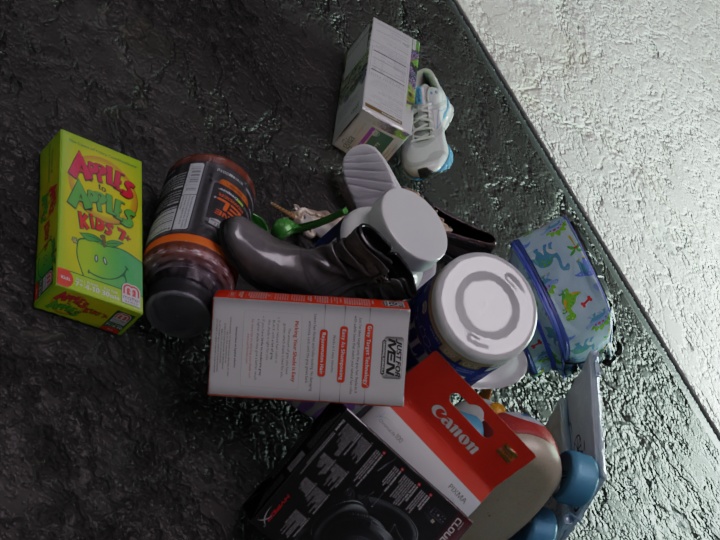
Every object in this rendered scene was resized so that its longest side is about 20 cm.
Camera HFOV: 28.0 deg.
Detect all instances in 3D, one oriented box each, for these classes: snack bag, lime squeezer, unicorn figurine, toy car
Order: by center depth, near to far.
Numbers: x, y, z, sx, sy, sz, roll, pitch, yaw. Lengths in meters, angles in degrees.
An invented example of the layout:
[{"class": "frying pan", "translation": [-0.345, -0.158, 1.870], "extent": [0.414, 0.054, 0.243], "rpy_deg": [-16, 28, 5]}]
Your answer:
[{"class": "lime squeezer", "translation": [-0.102, -0.063, 1.668], "extent": [0.198, 0.071, 0.038], "rpy_deg": [16, 16, 23]}, {"class": "toy car", "translation": [0.147, 0.199, 1.668], "extent": [0.183, 0.178, 0.201], "rpy_deg": [19, 33, -19]}, {"class": "snack bag", "translation": [0.248, 0.224, 1.720], "extent": [0.021, 0.201, 0.190], "rpy_deg": [11, 49, -8]}, {"class": "unicorn figurine", "translation": [0.000, -0.041, 1.759], "extent": [0.198, 0.074, 0.138], "rpy_deg": [-22, 69, -25]}]

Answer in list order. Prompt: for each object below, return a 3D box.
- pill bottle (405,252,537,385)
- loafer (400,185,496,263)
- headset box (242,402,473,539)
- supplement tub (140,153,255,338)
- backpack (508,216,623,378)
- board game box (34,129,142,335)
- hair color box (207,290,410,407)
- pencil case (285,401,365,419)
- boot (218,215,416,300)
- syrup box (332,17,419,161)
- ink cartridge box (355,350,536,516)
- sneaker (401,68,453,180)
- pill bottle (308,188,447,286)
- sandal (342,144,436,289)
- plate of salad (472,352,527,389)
[{"class": "pill bottle", "translation": [0.098, 0.069, 1.571], "extent": [0.118, 0.200, 0.121], "rpy_deg": [7, 68, -18]}, {"class": "loafer", "translation": [0.093, -0.069, 1.901], "extent": [0.199, 0.063, 0.072], "rpy_deg": [31, 41, -25]}, {"class": "headset box", "translation": [0.004, 0.253, 1.466], "extent": [0.200, 0.149, 0.077], "rpy_deg": [42, -4, -12]}, {"class": "supplement tub", "translation": [-0.177, -0.024, 1.550], "extent": [0.106, 0.107, 0.201], "rpy_deg": [32, 42, -23]}, {"class": "backpack", "translation": [0.245, 0.040, 1.857], "extent": [0.200, 0.146, 0.184], "rpy_deg": [73, -8, -70]}, {"class": "board game box", "translation": [-0.281, -0.041, 1.503], "extent": [0.101, 0.048, 0.202], "rpy_deg": [21, 46, -33]}, {"class": "hair color box", "translation": [-0.052, 0.078, 1.460], "extent": [0.197, 0.103, 0.061], "rpy_deg": [4, 6, -2]}, {"class": "pencil case", "translation": [-0.061, 0.106, 1.579], "extent": [0.199, 0.085, 0.085], "rpy_deg": [33, 72, -19]}, {"class": "boot", "translation": [-0.042, -0.017, 1.518], "extent": [0.199, 0.131, 0.070], "rpy_deg": [36, 39, -32]}, {"class": "syrup box", "translation": [0.023, -0.240, 1.950], "extent": [0.081, 0.079, 0.201], "rpy_deg": [25, 43, -19]}, {"class": "ink cartridge box", "translation": [0.059, 0.204, 1.527], "extent": [0.163, 0.200, 0.057], "rpy_deg": [46, 34, -6]}, {"class": "sneaker", "translation": [0.083, -0.203, 1.973], "extent": [0.201, 0.074, 0.087], "rpy_deg": [-87, 161, -50]}, {"class": "pill bottle", "translation": [0.000, 0.000, 1.635], "extent": [0.115, 0.200, 0.117], "rpy_deg": [27, 43, -28]}, {"class": "sandal", "translation": [0.043, -0.063, 1.831], "extent": [0.209, 0.079, 0.059], "rpy_deg": [68, 13, 10]}, {"class": "plate of salad", "translation": [0.105, 0.095, 1.756], "extent": [0.198, 0.048, 0.201], "rpy_deg": [14, 26, -7]}]
